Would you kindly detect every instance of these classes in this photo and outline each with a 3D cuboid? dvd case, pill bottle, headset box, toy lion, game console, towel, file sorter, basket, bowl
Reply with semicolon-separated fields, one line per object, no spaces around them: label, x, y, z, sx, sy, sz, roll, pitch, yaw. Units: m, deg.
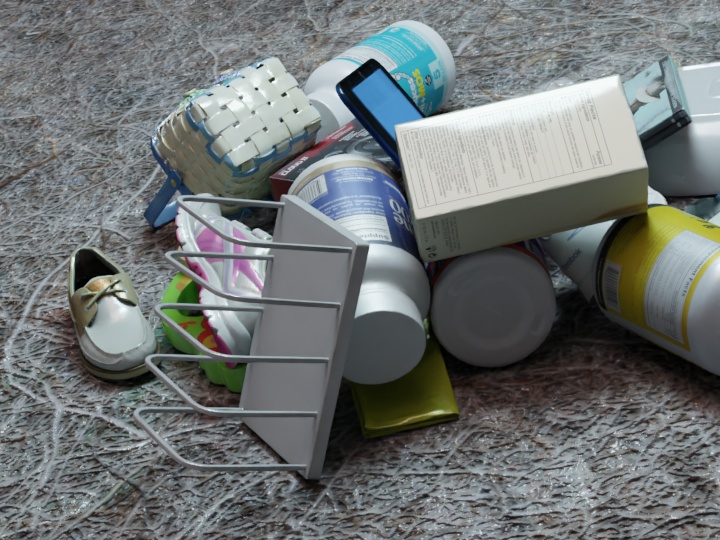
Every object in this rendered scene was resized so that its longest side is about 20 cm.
dvd case;0.236;-0.130;1.923;0.199;0.022;0.146;-31;22;18
pill bottle;0.011;-0.194;2.127;0.110;0.112;0.200;9;31;37
headset box;0.017;-0.086;1.960;0.199;0.078;0.149;9;33;38
pill bottle;0.290;0.022;1.586;0.111;0.113;0.200;-25;29;-23
toy lion;-0.100;0.042;1.791;0.198;0.069;0.192;-1;36;23
game console;0.084;-0.141;1.769;0.169;0.120;0.200;-9;13;13
towel;0.026;0.064;1.675;0.085;0.018;0.201;-13;41;-1
file sorter;-0.095;0.050;1.566;0.123;0.202;0.139;4;16;-31
basket;-0.134;-0.127;2.032;0.176;0.200;0.139;-32;77;-33
pill bottle;0.000;0.000;1.655;0.110;0.112;0.201;-13;41;-1
bowl;0.377;-0.152;1.934;0.198;0.075;0.200;-4;29;18
pill bottle;0.109;-0.008;1.725;0.110;0.112;0.200;-11;26;2

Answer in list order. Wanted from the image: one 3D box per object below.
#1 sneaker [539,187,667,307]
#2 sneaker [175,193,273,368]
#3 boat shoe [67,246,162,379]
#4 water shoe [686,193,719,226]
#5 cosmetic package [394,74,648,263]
sneaker;0.221;-0.046;1.749;0.075;0.087;0.200;-48;1;28
sneaker;-0.109;0.000;1.747;0.087;0.082;0.201;-22;47;-3
boat shoe;-0.246;0.040;1.840;0.074;0.069;0.200;-21;28;-16
water shoe;0.338;-0.055;1.762;0.078;0.072;0.199;11;34;42
cosmetic package;0.135;-0.085;1.617;0.198;0.071;0.106;-11;58;1
